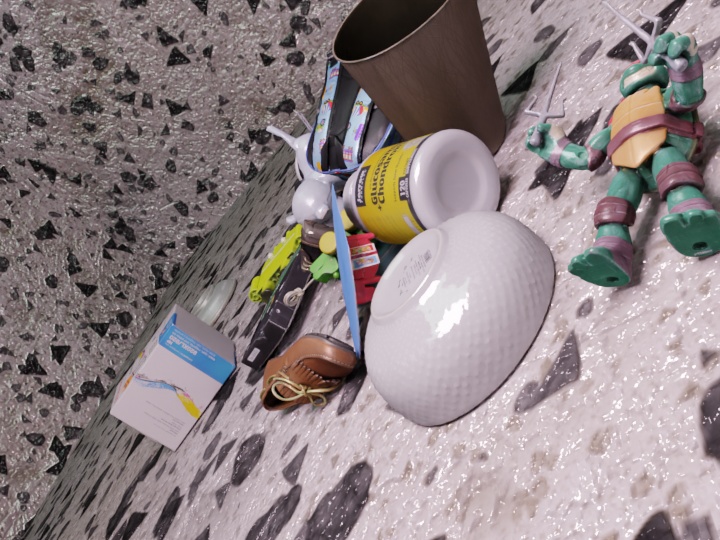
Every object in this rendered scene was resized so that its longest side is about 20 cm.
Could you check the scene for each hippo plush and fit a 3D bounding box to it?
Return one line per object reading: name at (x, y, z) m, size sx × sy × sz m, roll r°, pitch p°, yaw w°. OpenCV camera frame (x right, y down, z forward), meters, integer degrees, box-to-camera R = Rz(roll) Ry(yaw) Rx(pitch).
hippo plush at (-0.045, -0.147, 1.072) m, size 0.158 × 0.198 × 0.164 m, roll -16°, pitch 56°, yaw 43°

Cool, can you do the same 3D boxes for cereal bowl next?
cereal bowl at (0.068, 0.026, 0.575) m, size 0.200 × 0.083 × 0.201 m, roll -48°, pitch 17°, yaw 20°

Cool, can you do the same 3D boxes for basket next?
basket at (0.085, -0.221, 0.753) m, size 0.181 × 0.201 × 0.135 m, roll -48°, pitch 43°, yaw -11°

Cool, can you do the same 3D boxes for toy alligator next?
toy alligator at (-0.026, -0.016, 0.875) m, size 0.054 × 0.059 × 0.201 m, roll 43°, pitch 99°, yaw 32°

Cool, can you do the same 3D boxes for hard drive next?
hard drive at (-0.126, 0.050, 1.078) m, size 0.140 × 0.037 × 0.202 m, roll -52°, pitch 14°, yaw 45°

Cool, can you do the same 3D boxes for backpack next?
backpack at (0.021, -0.205, 0.900) m, size 0.180 × 0.134 × 0.203 m, roll 2°, pitch 68°, yaw 44°

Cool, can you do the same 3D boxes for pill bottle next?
pill bottle at (0.057, -0.087, 0.740) m, size 0.113 × 0.112 × 0.199 m, roll -58°, pitch 23°, yaw -15°

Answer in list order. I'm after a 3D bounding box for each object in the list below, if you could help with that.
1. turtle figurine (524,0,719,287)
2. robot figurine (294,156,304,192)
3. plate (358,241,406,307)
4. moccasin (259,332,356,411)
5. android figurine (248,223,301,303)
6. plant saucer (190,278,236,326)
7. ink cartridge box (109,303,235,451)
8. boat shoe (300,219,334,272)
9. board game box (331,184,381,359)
turtle figurine at (0.191, -0.096, 0.456) m, size 0.150 × 0.099 × 0.203 m, roll 127°, pitch 155°, yaw -57°
robot figurine at (-0.054, -0.215, 1.292) m, size 0.199 × 0.147 × 0.128 m, roll 174°, pitch 94°, yaw -66°
plate at (0.035, -0.040, 0.884) m, size 0.200 × 0.025 × 0.201 m, roll -47°, pitch 19°, yaw 22°
moccasin at (-0.068, 0.125, 0.763) m, size 0.200 × 0.073 × 0.079 m, roll -27°, pitch 40°, yaw 50°
android figurine at (-0.161, -0.017, 1.330) m, size 0.182 × 0.041 × 0.201 m, roll -48°, pitch 20°, yaw 21°
plant saucer at (-0.404, 0.095, 1.740) m, size 0.200 × 0.050 × 0.201 m, roll -48°, pitch 18°, yaw 20°
ink cartridge box at (-0.352, 0.199, 1.243) m, size 0.201 × 0.144 × 0.147 m, roll -54°, pitch 18°, yaw 2°
boat shoe at (-0.052, -0.027, 0.977) m, size 0.200 × 0.073 × 0.075 m, roll 24°, pitch -97°, yaw -83°
board game box at (0.000, 0.000, 0.756) m, size 0.201 × 0.038 × 0.160 m, roll -104°, pitch 8°, yaw -53°
